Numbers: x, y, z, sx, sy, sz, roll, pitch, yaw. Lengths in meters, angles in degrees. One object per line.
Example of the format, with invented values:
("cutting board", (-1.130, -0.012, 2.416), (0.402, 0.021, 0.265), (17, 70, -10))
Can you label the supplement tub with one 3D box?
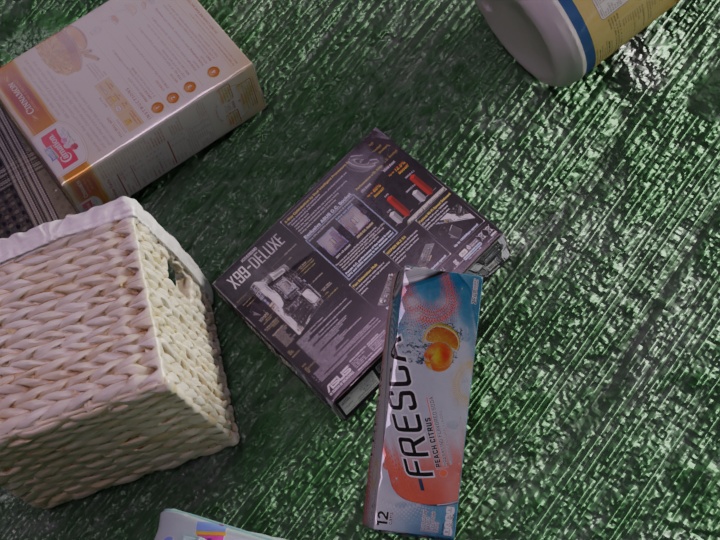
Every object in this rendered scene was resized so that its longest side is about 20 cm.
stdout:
("supplement tub", (0.204, -0.268, 1.100), (0.200, 0.145, 0.145), (-38, 63, -4))

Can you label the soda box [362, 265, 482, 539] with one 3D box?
("soda box", (0.046, 0.101, 0.989), (0.063, 0.068, 0.201), (7, 81, -6))

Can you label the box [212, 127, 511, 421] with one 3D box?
("box", (0.000, 0.000, 1.088), (0.200, 0.050, 0.158), (-45, 64, -8))

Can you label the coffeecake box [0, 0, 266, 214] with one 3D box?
("coffeecake box", (-0.214, -0.163, 1.188), (0.200, 0.073, 0.154), (-34, 63, -11))

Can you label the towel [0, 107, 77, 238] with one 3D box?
("towel", (-0.356, -0.051, 1.218), (0.192, 0.035, 0.200), (-31, 61, -3))

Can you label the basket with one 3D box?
("basket", (-0.223, 0.073, 1.032), (0.200, 0.198, 0.161), (-18, 66, 6))

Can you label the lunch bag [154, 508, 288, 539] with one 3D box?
("lunch bag", (-0.059, 0.239, 0.936), (0.199, 0.160, 0.077), (10, 69, 18))
